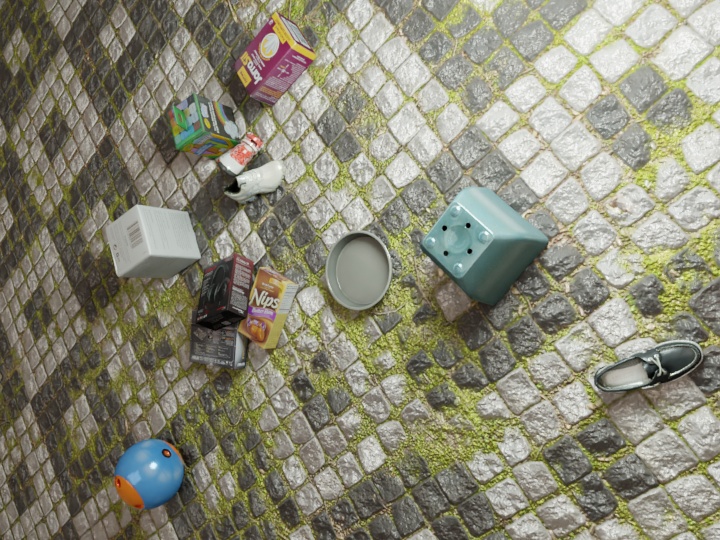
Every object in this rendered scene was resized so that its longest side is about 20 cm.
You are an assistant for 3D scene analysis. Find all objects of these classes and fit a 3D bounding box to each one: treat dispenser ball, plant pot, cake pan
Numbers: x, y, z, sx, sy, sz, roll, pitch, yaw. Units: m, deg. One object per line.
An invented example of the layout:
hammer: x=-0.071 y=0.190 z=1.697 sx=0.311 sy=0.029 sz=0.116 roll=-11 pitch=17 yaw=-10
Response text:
treat dispenser ball: x=-0.642 y=0.618 z=1.741 sx=0.200 sy=0.200 sz=0.203 roll=-1 pitch=87 yaw=32
plant pot: x=0.241 y=-0.057 z=1.212 sx=0.196 sy=0.199 sz=0.197 roll=46 pitch=111 yaw=24
cake pan: x=0.000 y=0.000 z=1.456 sx=0.199 sy=0.037 sz=0.202 roll=-2 pitch=87 yaw=32

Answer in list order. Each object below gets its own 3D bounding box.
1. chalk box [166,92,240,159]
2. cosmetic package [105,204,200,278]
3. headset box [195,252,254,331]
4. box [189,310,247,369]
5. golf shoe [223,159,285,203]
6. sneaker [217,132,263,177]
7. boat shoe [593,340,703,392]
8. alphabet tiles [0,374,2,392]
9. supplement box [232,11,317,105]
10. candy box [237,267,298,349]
chalk box: x=-0.474 y=-0.423 z=1.674 sx=0.123 sy=0.199 sz=0.126 roll=-23 pitch=76 yaw=29
cosmetic package: x=-0.636 y=-0.083 z=1.763 sx=0.166 sy=0.199 sz=0.169 roll=-28 pitch=74 yaw=28
headset box: x=-0.386 y=0.053 z=1.637 sx=0.148 sy=0.077 sz=0.202 roll=-21 pitch=55 yaw=35
box: x=-0.425 y=0.204 z=1.709 sx=0.199 sy=0.048 sz=0.160 roll=2 pitch=88 yaw=32
golf shoe: x=-0.302 y=-0.252 z=1.622 sx=0.199 sy=0.097 sz=0.079 roll=-29 pitch=72 yaw=27
sneaker: x=-0.331 y=-0.331 z=1.598 sx=0.067 sy=0.202 sz=0.108 roll=42 pitch=105 yaw=-13
boat shoe: x=0.547 y=0.190 z=1.091 sx=0.199 sy=0.060 sz=0.076 roll=-32 pitch=72 yaw=27
alphabet tiles: x=-1.593 y=0.501 z=2.458 sx=0.166 sy=0.006 sz=0.201 roll=39 pitch=108 yaw=27
supplement box: x=-0.239 y=-0.584 z=1.590 sx=0.200 sy=0.103 sz=0.131 roll=-41 pitch=69 yaw=25
candy box: x=-0.261 y=0.105 z=1.606 sx=0.116 sy=0.056 sz=0.201 roll=27 pitch=101 yaw=31
